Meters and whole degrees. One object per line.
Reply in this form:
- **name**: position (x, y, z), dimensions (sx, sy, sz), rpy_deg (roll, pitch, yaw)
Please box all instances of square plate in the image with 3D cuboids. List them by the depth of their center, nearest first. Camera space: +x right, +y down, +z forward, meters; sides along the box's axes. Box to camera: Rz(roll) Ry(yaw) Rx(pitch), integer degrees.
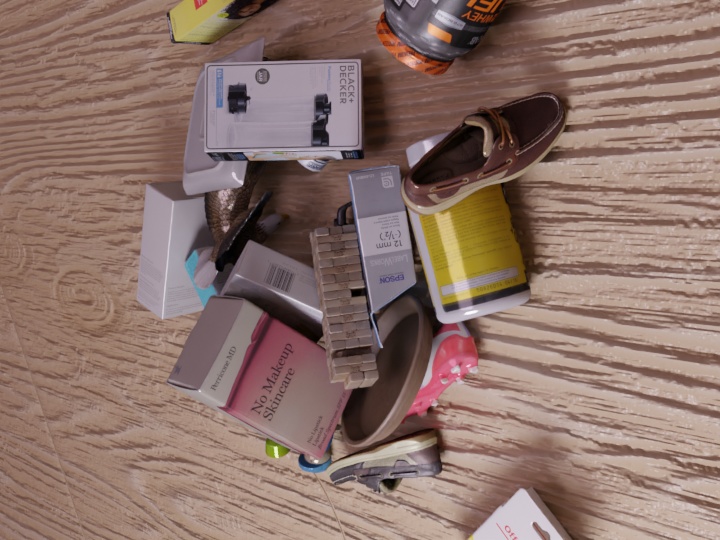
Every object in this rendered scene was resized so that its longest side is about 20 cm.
- **square plate**: position (-0.198, -0.210, 1.207), dimensions (0.197, 0.028, 0.203), rpy_deg (1, 82, 58)

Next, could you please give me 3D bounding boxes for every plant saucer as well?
- **plant saucer**: position (0.034, 0.126, 1.083), dimensions (0.201, 0.029, 0.201), rpy_deg (-55, 19, 30)

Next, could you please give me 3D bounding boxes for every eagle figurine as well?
- **eagle figurine**: position (-0.169, -0.061, 1.235), dimensions (0.150, 0.152, 0.201), rpy_deg (17, 143, 24)

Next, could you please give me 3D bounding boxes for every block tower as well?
- **block tower**: position (-0.022, 0.040, 1.070), dimensions (0.058, 0.053, 0.203), rpy_deg (118, 144, -70)

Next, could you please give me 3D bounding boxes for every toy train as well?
- **toy train**: position (-0.131, 0.223, 1.278), dimensions (0.198, 0.085, 0.117), rpy_deg (9, 121, 21)

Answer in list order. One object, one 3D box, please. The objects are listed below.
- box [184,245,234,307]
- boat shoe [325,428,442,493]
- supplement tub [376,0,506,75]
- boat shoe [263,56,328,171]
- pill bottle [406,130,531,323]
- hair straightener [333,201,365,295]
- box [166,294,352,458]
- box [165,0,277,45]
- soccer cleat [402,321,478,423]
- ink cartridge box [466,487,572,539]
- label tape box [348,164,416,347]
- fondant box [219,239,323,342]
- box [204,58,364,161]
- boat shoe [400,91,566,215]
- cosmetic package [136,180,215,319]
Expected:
- **box**: position (-0.187, 0.057, 1.326), dimensions (0.049, 0.082, 0.201), rpy_deg (-44, 67, 45)
- **boat shoe**: position (0.028, 0.266, 1.162), dimensions (0.199, 0.073, 0.066), rpy_deg (-31, 72, 44)
- **supplement tub**: position (0.103, -0.316, 0.923), dimensions (0.123, 0.122, 0.201), rpy_deg (53, 131, 22)
- **boat shoe**: position (-0.091, -0.229, 1.173), dimensions (0.068, 0.073, 0.201), rpy_deg (-47, 59, 31)
- **pill bottle**: position (0.115, -0.049, 0.978), dimensions (0.111, 0.111, 0.203), rpy_deg (-17, 87, 45)
- **hair straightener**: position (0.000, 0.000, 1.164), dimensions (0.076, 0.041, 0.203), rpy_deg (8, 100, 44)
- **box**: position (-0.121, 0.135, 1.111), dimensions (0.108, 0.199, 0.129), rpy_deg (1, 62, 56)
- **box**: position (-0.195, -0.381, 1.244), dimensions (0.199, 0.075, 0.051), rpy_deg (-14, 88, 47)
- **soccer cleat**: position (0.075, 0.131, 1.101), dimensions (0.200, 0.066, 0.077), rpy_deg (-44, 48, 42)
- **ink cartridge box**: position (0.188, 0.341, 1.021), dimensions (0.115, 0.067, 0.201), rpy_deg (52, 131, 24)
- **label tape box**: position (0.031, -0.021, 1.048), dimensions (0.065, 0.143, 0.203), rpy_deg (-11, 94, 2)
- **fondant box**: position (-0.118, 0.052, 1.179), dimensions (0.200, 0.143, 0.059), rpy_deg (130, 161, -58)
- **box**: position (-0.093, -0.201, 1.095), dimensions (0.197, 0.060, 0.118), rpy_deg (1, 85, 3)
- **boat shoe**: position (0.130, -0.129, 0.896), dimensions (0.073, 0.198, 0.072), rpy_deg (60, 174, 17)
- **cosmetic package**: position (-0.285, -0.036, 1.388), dimensions (0.084, 0.107, 0.202), rpy_deg (27, 116, 39)
